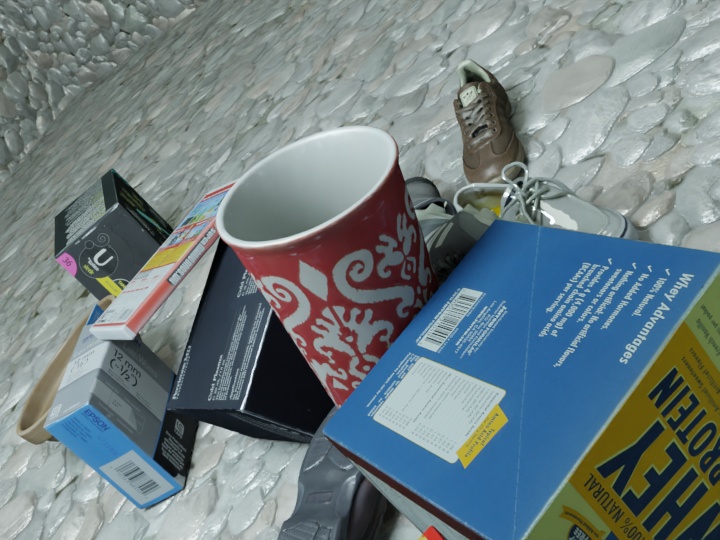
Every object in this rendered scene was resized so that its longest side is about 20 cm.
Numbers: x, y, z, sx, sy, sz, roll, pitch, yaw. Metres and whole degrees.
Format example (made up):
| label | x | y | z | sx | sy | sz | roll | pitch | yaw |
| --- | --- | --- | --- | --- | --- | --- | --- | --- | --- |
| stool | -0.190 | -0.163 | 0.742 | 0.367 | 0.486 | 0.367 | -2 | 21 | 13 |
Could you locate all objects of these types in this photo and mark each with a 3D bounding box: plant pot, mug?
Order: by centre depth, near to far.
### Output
| label | x | y | z | sx | sy | sz | roll | pitch | yaw |
| --- | --- | --- | --- | --- | --- | --- | --- | --- | --- |
| mug | 0.008 | 0.002 | 0.666 | 0.133 | 0.201 | 0.178 | 0 | 41 | 35 |
| plant pot | -0.327 | 0.138 | 1.103 | 0.201 | 0.093 | 0.201 | -43 | 23 | 23 |

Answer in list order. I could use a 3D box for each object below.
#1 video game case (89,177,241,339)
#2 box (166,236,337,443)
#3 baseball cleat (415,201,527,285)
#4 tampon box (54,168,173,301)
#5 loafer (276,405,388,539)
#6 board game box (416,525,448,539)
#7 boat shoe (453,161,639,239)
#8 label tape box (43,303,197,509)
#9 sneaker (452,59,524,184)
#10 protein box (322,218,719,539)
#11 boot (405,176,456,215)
| label | x | y | z | sx | sy | sz | roll | pitch | yaw |
| --- | --- | --- | --- | --- | --- | --- | --- | --- | --- |
| video game case | -0.187 | -0.012 | 0.899 | 0.200 | 0.017 | 0.143 | -53 | 20 | -21 |
| box | -0.073 | 0.047 | 0.817 | 0.182 | 0.104 | 0.202 | -11 | 59 | 58 |
| baseball cleat | 0.078 | -0.002 | 0.741 | 0.107 | 0.069 | 0.200 | -64 | 14 | -2 |
| tampon box | -0.373 | -0.041 | 1.375 | 0.126 | 0.150 | 0.200 | -41 | 27 | 1 |
| loafer | -0.010 | 0.175 | 0.688 | 0.071 | 0.063 | 0.201 | -6 | 41 | 33 |
| board game box | 0.099 | 0.218 | 0.384 | 0.046 | 0.152 | 0.200 | -44 | 28 | -4 |
| boat shoe | 0.148 | -0.052 | 0.780 | 0.075 | 0.086 | 0.202 | -47 | 27 | -11 |
| label tape box | -0.242 | 0.130 | 0.962 | 0.066 | 0.144 | 0.201 | -28 | 30 | 20 |
| sneaker | 0.126 | -0.160 | 0.974 | 0.070 | 0.076 | 0.201 | -30 | 29 | 22 |
| protein box | 0.121 | 0.092 | 0.553 | 0.199 | 0.135 | 0.200 | -49 | 28 | -14 |
| boot | 0.003 | -0.025 | 0.917 | 0.200 | 0.070 | 0.132 | -39 | 13 | 10 |
